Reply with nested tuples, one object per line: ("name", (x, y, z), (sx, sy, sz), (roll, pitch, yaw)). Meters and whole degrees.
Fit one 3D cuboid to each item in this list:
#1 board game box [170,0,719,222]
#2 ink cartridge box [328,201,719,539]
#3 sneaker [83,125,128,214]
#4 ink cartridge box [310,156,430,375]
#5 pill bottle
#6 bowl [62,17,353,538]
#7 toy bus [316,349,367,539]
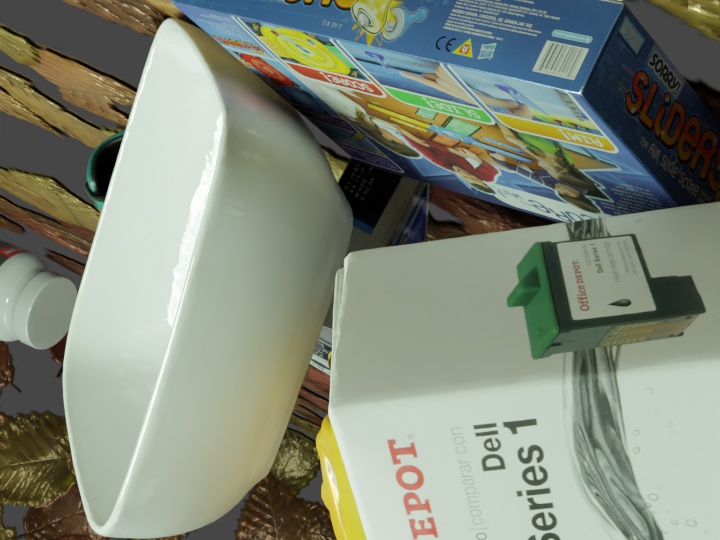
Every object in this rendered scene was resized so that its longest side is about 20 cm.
("board game box", (0.039, -0.064, 0.633), (0.199, 0.035, 0.135), (19, 167, 41))
("ink cartridge box", (0.099, 0.060, 0.567), (0.198, 0.085, 0.147), (-9, 126, 11))
("sneaker", (-0.134, -0.055, 1.066), (0.080, 0.072, 0.200), (34, 163, -17))
("ink cartridge box", (0.000, 0.000, 0.882), (0.039, 0.100, 0.200), (26, 169, 8))
("pill bottle", (-0.456, 0.020, 2.142), (0.199, 0.117, 0.116), (21, 169, 27))
("bowl", (-0.069, 0.004, 0.759), (0.074, 0.201, 0.200), (13, -163, -21))
("toy bus", (0.051, 0.058, 0.760), (0.192, 0.199, 0.137), (24, 130, 57))
